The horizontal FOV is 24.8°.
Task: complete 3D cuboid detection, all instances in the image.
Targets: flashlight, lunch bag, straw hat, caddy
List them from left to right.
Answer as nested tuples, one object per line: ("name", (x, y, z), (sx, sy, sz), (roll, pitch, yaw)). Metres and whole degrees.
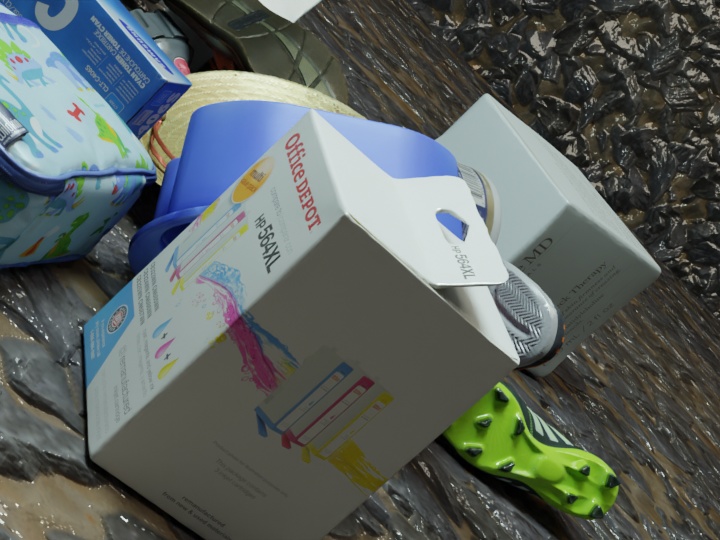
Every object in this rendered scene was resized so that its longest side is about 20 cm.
("lunch bag", (-0.203, -0.081, 0.862), (0.161, 0.082, 0.200), (46, 12, 8))
("flashlight", (-0.120, -0.122, 1.257), (0.200, 0.068, 0.068), (54, -1, 31))
("straw hat", (-0.077, -0.053, 1.134), (0.201, 0.085, 0.201), (13, 34, -9))
("caddy", (-0.032, -0.016, 0.941), (0.200, 0.141, 0.105), (10, 65, -16))

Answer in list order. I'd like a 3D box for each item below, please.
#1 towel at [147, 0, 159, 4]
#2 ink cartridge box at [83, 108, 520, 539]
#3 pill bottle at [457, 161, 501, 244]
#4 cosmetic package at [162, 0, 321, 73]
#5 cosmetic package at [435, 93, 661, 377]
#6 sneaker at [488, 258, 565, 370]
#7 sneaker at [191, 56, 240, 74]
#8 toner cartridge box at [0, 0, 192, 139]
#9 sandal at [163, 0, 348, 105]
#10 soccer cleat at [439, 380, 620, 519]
("towel", (-0.236, -0.335, 1.482), (0.166, 0.086, 0.200), (41, 13, -29))
("ink cartridge box", (-0.026, 0.028, 0.823), (0.125, 0.200, 0.129), (40, 15, -27))
("pill bottle", (0.011, -0.059, 1.344), (0.200, 0.111, 0.111), (20, 27, -37))
("cosmetic package", (-0.079, -0.249, 1.423), (0.081, 0.113, 0.200), (51, 47, -11))
("cosmetic package", (0.149, -0.029, 1.588), (0.200, 0.167, 0.166), (29, 23, -49))
("sneaker", (0.087, 0.037, 1.144), (0.112, 0.078, 0.200), (25, -6, -40))
("sneaker", (-0.064, -0.119, 1.370), (0.200, 0.086, 0.080), (33, 21, -47))
("toner cartridge box", (-0.208, -0.158, 1.032), (0.200, 0.095, 0.043), (48, 15, 9))
("sandal", (-0.086, -0.165, 1.278), (0.200, 0.055, 0.082), (40, 45, 22))
("soccer cleat", (0.115, 0.132, 1.270), (0.200, 0.068, 0.081), (36, -7, -24))
